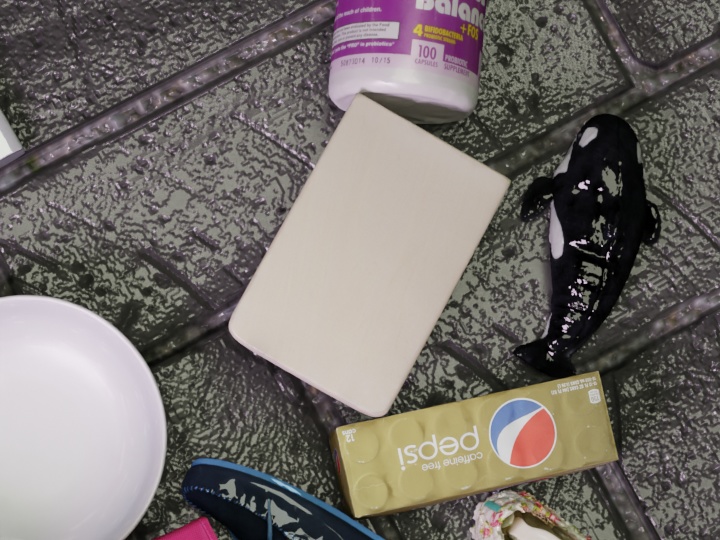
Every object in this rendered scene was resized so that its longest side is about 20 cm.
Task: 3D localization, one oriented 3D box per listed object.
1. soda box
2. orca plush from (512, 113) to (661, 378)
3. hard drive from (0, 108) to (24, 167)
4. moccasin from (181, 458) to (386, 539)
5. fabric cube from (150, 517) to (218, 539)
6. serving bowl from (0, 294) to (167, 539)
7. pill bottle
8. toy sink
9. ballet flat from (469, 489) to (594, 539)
[{"bbox_3d":[0.080,0.128,1.664,0.198,0.064,0.068,-12,83,-7],"label":"soda box"},{"bbox_3d":[0.164,-0.024,1.691,0.105,0.071,0.201,30,80,-1],"label":"orca plush"},{"bbox_3d":[-0.352,-0.141,1.681,0.131,0.026,0.201,-30,85,-9],"label":"hard drive"},{"bbox_3d":[-0.041,0.201,1.631,0.199,0.081,0.069,27,69,0],"label":"moccasin"},{"bbox_3d":[-0.175,0.308,1.513,0.198,0.196,0.201,-23,84,-34],"label":"fabric cube"},{"bbox_3d":[-0.237,0.121,1.632,0.198,0.066,0.202,1,82,-5],"label":"serving bowl"},{"bbox_3d":[0.039,-0.216,1.687,0.111,0.112,0.202,6,82,-5],"label":"pill bottle"},{"bbox_3d":[0.000,0.000,1.652,0.130,0.112,0.201,28,75,-1],"label":"toy sink"},{"bbox_3d":[0.163,0.232,1.657,0.199,0.064,0.076,35,81,0],"label":"ballet flat"}]
